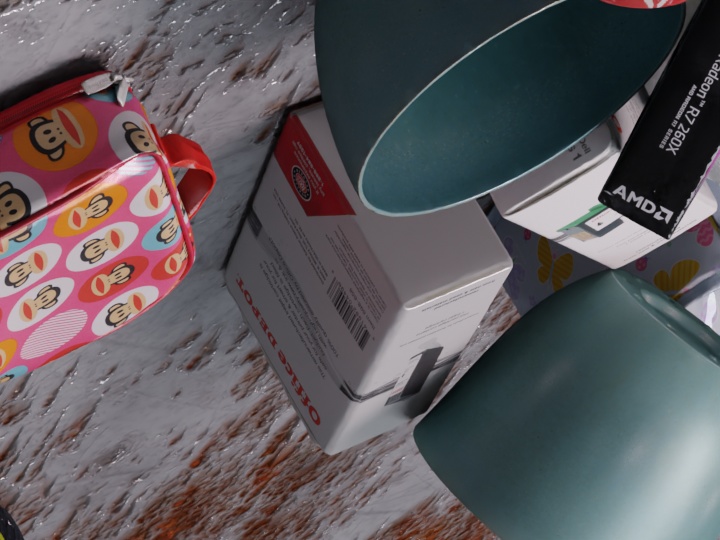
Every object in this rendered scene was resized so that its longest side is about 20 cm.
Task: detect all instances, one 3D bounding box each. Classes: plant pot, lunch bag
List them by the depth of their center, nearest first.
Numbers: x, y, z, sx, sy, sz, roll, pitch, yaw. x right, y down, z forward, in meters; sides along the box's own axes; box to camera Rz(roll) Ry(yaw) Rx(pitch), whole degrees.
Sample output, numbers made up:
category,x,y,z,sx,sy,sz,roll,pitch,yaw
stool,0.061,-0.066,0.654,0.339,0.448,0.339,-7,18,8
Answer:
category,x,y,z,sx,sy,sz,roll,pitch,yaw
plant pot,0.054,-0.142,1.593,0.199,0.135,0.200,-27,160,-11
lunch bag,-0.161,-0.025,1.641,0.176,0.082,0.200,-28,159,-10
plant pot,0.159,0.098,1.884,0.161,0.200,0.200,-53,155,12
lunch bag,0.191,-0.018,2.032,0.127,0.170,0.200,-17,155,-31

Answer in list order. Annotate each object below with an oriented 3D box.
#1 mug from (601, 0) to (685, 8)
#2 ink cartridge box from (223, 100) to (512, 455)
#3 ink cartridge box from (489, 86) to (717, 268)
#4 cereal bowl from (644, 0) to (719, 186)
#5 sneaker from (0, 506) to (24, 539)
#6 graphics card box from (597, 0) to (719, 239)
category,x,y,z,sx,sy,sz,roll,pitch,yaw
mug,0.133,-0.240,1.430,0.133,0.178,0.200,-35,158,-21
ink cartridge box,0.000,0.000,1.838,0.083,0.145,0.200,-21,159,-26
ink cartridge box,0.122,-0.094,1.787,0.084,0.147,0.200,-31,160,17
cereal bowl,0.220,-0.116,1.809,0.083,0.201,0.200,-26,162,13
sneaker,-0.290,0.190,2.003,0.078,0.066,0.200,-25,162,17
graphics card box,0.201,-0.127,1.616,0.200,0.051,0.126,-62,177,32
